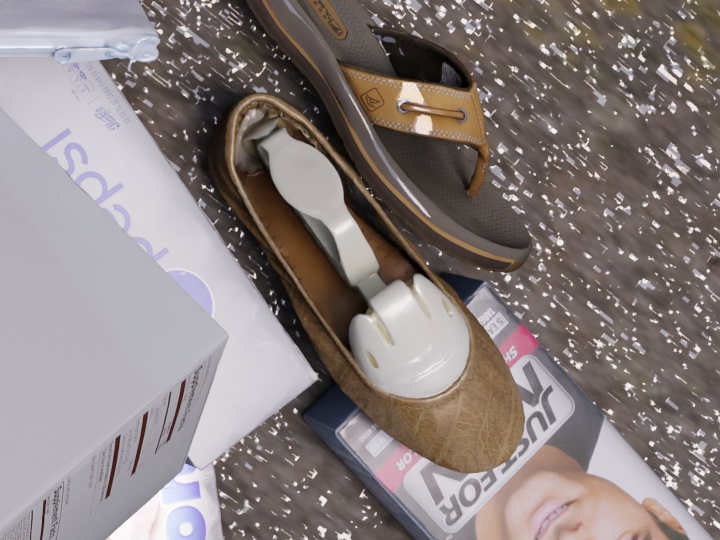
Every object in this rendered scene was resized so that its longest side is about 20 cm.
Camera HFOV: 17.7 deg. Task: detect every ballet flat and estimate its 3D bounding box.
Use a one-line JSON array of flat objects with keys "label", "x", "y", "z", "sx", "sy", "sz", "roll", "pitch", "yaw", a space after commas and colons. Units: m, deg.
[{"label": "ballet flat", "x": 0.000, "y": 0.000, "z": 0.994, "sx": 0.068, "sy": 0.072, "sz": 0.200, "roll": -32, "pitch": 76, "yaw": -8}]

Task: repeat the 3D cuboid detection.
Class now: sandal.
[{"label": "sandal", "x": 0.019, "y": -0.084, "z": 1.027, "sx": 0.055, "sy": 0.082, "sz": 0.200, "roll": -31, "pitch": 97, "yaw": 24}]

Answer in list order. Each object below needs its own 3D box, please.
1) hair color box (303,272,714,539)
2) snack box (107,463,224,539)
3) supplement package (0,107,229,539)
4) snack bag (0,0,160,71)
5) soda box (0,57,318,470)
[{"label": "hair color box", "x": 0.078, "y": 0.107, "z": 1.072, "sx": 0.099, "sy": 0.061, "sz": 0.200, "roll": -44, "pitch": 105, "yaw": -9}, {"label": "snack box", "x": -0.106, "y": 0.064, "z": 1.031, "sx": 0.072, "sy": 0.024, "sz": 0.200, "roll": -9, "pitch": 96, "yaw": -17}, {"label": "supplement package", "x": -0.193, "y": 0.049, "z": 0.885, "sx": 0.191, "sy": 0.147, "sz": 0.200, "roll": 44, "pitch": 63, "yaw": 11}, {"label": "snack bag", "x": -0.188, "y": -0.133, "z": 0.912, "sx": 0.188, "sy": 0.200, "sz": 0.021, "roll": -2, "pitch": 123, "yaw": -16}, {"label": "soda box", "x": -0.106, "y": -0.015, "z": 0.979, "sx": 0.068, "sy": 0.063, "sz": 0.200, "roll": -38, "pitch": 102, "yaw": -14}]
